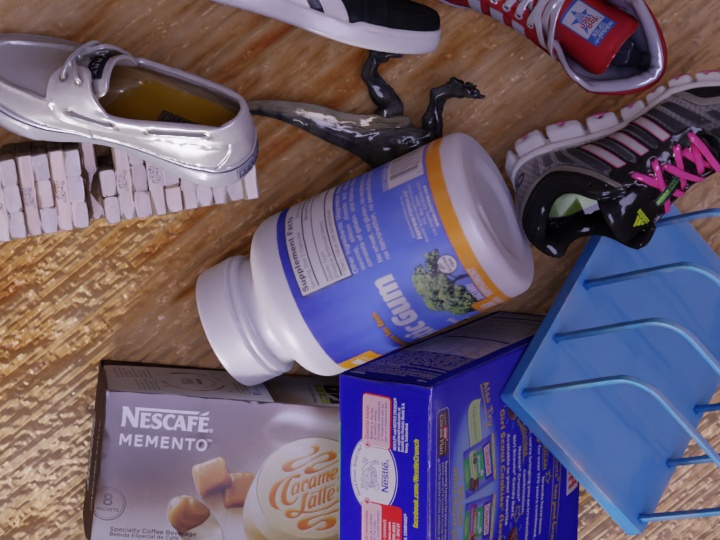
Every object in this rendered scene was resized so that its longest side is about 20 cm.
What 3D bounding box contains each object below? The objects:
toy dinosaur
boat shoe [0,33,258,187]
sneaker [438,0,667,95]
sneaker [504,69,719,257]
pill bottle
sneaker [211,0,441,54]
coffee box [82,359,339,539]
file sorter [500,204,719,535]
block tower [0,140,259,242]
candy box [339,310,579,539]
[{"bbox_3d":[0.025,-0.096,1.667,0.199,0.047,0.088,25,106,-10],"label":"toy dinosaur"},{"bbox_3d":[-0.158,-0.113,1.587,0.199,0.070,0.071,21,60,12],"label":"boat shoe"},{"bbox_3d":[0.108,-0.175,1.622,0.199,0.113,0.071,27,98,-14],"label":"sneaker"},{"bbox_3d":[0.181,-0.059,1.605,0.199,0.088,0.074,-16,140,26],"label":"sneaker"},{"bbox_3d":[0.000,0.000,1.636,0.199,0.112,0.112,-25,107,18],"label":"pill bottle"},{"bbox_3d":[-0.032,-0.211,1.612,0.199,0.073,0.112,15,103,-10],"label":"sneaker"},{"bbox_3d":[-0.077,0.127,1.687,0.199,0.080,0.115,6,103,-10],"label":"coffee box"},{"bbox_3d":[0.212,0.044,1.634,0.139,0.122,0.200,47,56,-24],"label":"file sorter"},{"bbox_3d":[-0.167,-0.060,1.641,0.199,0.058,0.054,-9,105,-4],"label":"block tower"},{"bbox_3d":[0.067,0.128,1.652,0.077,0.200,0.170,9,105,33],"label":"candy box"}]
